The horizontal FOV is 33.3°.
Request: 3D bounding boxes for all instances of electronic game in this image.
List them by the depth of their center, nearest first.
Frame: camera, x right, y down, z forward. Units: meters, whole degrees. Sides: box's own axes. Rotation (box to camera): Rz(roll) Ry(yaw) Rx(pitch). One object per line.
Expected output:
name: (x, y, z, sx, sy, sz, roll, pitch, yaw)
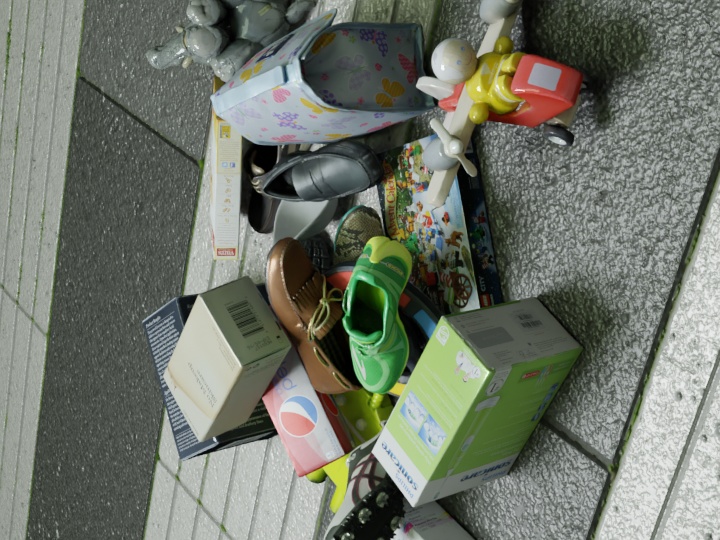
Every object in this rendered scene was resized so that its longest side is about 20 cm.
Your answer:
electronic game: (0.030, 0.072, 1.376, 0.199, 0.042, 0.201, 26, 143, 22)

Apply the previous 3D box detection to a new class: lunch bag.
lunch bag: (-0.045, -0.213, 1.353, 0.169, 0.198, 0.129, -15, 86, 51)

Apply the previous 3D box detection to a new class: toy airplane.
toy airplane: (0.118, -0.188, 1.202, 0.199, 0.140, 0.202, -40, 43, 29)

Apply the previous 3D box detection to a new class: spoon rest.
spoon rest: (-0.073, -0.042, 1.475, 0.099, 0.060, 0.202, -19, 52, 37)

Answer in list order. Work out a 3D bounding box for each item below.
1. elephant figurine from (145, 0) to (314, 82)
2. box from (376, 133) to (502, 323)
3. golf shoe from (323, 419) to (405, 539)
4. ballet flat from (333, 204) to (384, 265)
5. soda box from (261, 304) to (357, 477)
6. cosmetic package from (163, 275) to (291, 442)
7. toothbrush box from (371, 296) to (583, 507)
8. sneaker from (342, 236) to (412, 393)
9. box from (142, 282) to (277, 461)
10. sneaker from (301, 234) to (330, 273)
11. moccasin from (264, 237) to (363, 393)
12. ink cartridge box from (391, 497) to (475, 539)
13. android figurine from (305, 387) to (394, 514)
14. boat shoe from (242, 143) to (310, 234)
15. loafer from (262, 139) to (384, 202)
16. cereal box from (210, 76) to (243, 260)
elephant figurine: (-0.175, -0.307, 1.560, 0.143, 0.154, 0.200, -62, 12, -8)
box: (0.084, -0.046, 1.353, 0.136, 0.037, 0.203, -13, 87, 50)
golf shoe: (0.014, 0.253, 1.379, 0.087, 0.200, 0.078, 14, 139, 41)
ballet flat: (0.000, 0.000, 1.418, 0.076, 0.067, 0.201, 56, 155, 18)
soda box: (-0.081, 0.143, 1.461, 0.070, 0.063, 0.202, -28, 83, 13)
cosmetic package: (-0.160, 0.106, 1.409, 0.104, 0.073, 0.201, 56, 145, 19)
toothbrush box: (0.120, 0.137, 1.258, 0.086, 0.144, 0.201, 48, 130, 33)
sneaker: (0.008, 0.057, 1.287, 0.073, 0.084, 0.202, 20, 132, 23)
box: (-0.186, 0.135, 1.624, 0.107, 0.147, 0.202, -29, 74, 48)
sneaker: (-0.087, 0.049, 1.548, 0.091, 0.075, 0.202, -149, 73, -87)
moccasin: (-0.048, 0.054, 1.349, 0.077, 0.074, 0.203, 0, 118, 37)
ink cartridge box: (0.063, 0.335, 1.422, 0.200, 0.067, 0.117, 41, 126, 38)
android figurine: (-0.014, 0.210, 1.517, 0.182, 0.041, 0.201, 48, 132, 34)
boat shoe: (-0.119, -0.138, 1.553, 0.074, 0.073, 0.202, 42, 127, 37)
loafer: (-0.046, -0.109, 1.415, 0.200, 0.070, 0.069, 1, 125, 55)
cereal box: (-0.177, -0.134, 1.580, 0.144, 0.039, 0.202, -105, 18, -60)
